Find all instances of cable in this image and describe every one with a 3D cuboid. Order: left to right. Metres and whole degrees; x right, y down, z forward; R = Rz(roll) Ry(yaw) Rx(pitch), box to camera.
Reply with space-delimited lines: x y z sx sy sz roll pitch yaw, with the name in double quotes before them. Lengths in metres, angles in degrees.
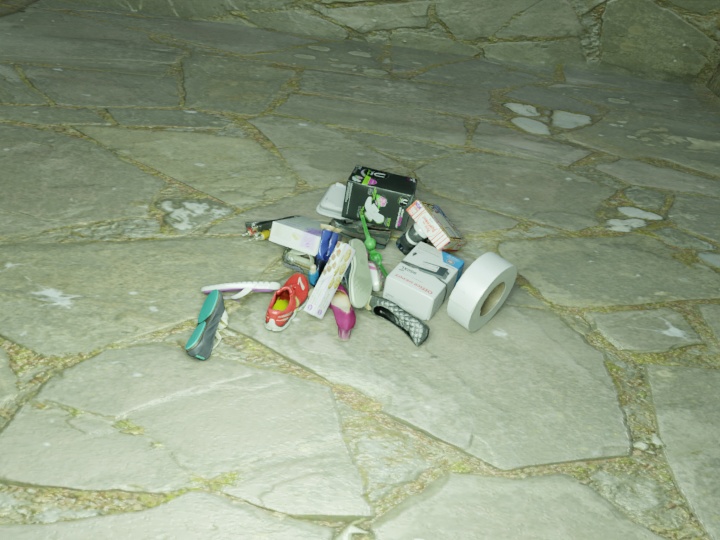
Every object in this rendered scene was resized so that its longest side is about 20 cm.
"cable" -0.267 -0.130 1.598 0.097 0.050 0.200 20 26 38

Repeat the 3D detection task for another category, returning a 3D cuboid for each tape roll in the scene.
"tape roll" 0.309 0.055 1.343 0.202 0.203 0.071 -29 54 -36

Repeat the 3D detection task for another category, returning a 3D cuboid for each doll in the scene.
"doll" -0.094 -0.015 1.374 0.048 0.200 0.136 13 -1 26

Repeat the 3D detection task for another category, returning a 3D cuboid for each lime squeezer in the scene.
"lime squeezer" 0.034 -0.059 1.511 0.038 0.200 0.071 -22 -1 6

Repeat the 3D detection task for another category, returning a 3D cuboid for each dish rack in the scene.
"dish rack" -0.030 -0.225 1.730 0.200 0.044 0.172 16 40 7

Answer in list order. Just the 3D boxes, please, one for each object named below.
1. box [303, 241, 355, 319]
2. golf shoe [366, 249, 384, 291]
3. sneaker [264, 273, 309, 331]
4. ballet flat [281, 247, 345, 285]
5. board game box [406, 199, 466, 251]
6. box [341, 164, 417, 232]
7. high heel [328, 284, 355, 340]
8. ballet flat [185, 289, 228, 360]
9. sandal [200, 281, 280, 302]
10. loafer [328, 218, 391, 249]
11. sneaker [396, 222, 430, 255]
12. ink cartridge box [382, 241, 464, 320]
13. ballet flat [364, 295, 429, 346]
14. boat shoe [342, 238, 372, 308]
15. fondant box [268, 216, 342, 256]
"box" -0.077 0.024 1.338 0.039 0.041 0.200 20 79 38
"golf shoe" 0.000 0.000 1.459 0.092 0.073 0.200 -18 38 -14
"sneaker" -0.179 0.066 1.334 0.077 0.085 0.200 15 41 7
"ballet flat" -0.126 -0.017 1.453 0.200 0.072 0.072 19 42 11
"board game box" 0.228 -0.129 1.549 0.152 0.046 0.200 54 21 15
"box" 0.060 -0.221 1.603 0.200 0.124 0.149 15 31 4
"high heel" -0.050 0.076 1.336 0.067 0.096 0.200 2 41 -8
"ballet flat" -0.353 0.132 1.247 0.073 0.073 0.200 8 40 -1
"sandal" -0.306 0.056 1.347 0.202 0.082 0.050 -3 84 -3
"loafer" 0.002 -0.123 1.543 0.200 0.063 0.072 18 26 -32
"sneaker" 0.165 -0.100 1.600 0.073 0.112 0.200 55 20 10
"ink cartridge box" 0.174 0.025 1.443 0.144 0.084 0.200 26 44 20
"ballet flat" 0.082 0.120 1.334 0.200 0.067 0.057 28 60 25
"boat shoe" -0.016 0.012 1.376 0.075 0.062 0.200 23 49 -38
"fondant box" -0.148 -0.099 1.490 0.144 0.058 0.200 19 15 12
